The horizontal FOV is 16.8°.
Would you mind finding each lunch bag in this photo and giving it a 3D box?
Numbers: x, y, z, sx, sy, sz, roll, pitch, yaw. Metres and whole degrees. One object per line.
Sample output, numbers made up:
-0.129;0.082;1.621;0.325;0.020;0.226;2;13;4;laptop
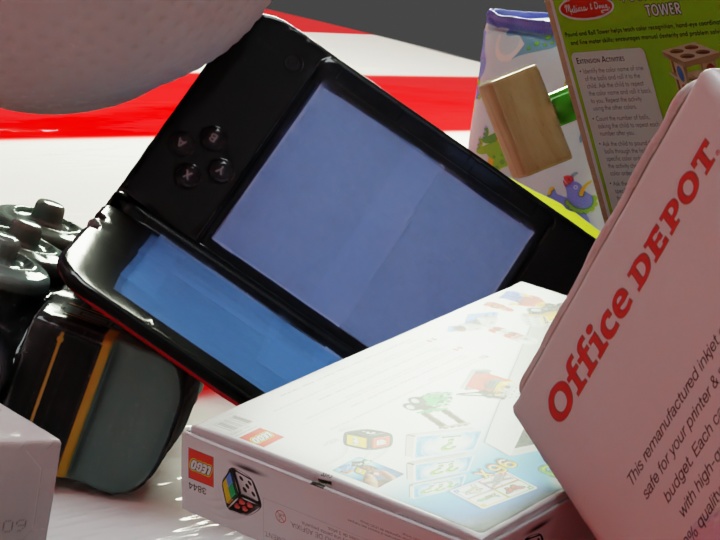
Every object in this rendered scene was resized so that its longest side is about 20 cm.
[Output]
0.155;-0.065;1.468;0.127;0.170;0.200;16;11;29;lunch bag

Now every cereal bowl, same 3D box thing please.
-0.127;-0.123;1.016;0.200;0.083;0.200;-1;33;0;cereal bowl

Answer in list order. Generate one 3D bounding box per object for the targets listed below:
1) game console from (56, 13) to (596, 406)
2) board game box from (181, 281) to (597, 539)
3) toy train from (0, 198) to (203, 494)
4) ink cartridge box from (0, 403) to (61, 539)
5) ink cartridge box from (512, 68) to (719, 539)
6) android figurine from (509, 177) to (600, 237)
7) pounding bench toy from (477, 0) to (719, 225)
0.000;0.000;0.977;0.200;0.172;0.119;35;-16;-4;game console
0.050;0.058;0.863;0.126;0.035;0.200;19;26;35;board game box
-0.118;0.030;0.995;0.114;0.085;0.200;22;9;0;toy train
-0.203;0.052;0.859;0.109;0.050;0.200;1;15;-38;ink cartridge box
0.148;0.056;0.725;0.084;0.145;0.200;2;39;-34;ink cartridge box
0.103;0.012;1.197;0.182;0.041;0.200;15;24;-49;android figurine
0.165;-0.093;1.045;0.156;0.124;0.200;-24;14;-31;pounding bench toy
